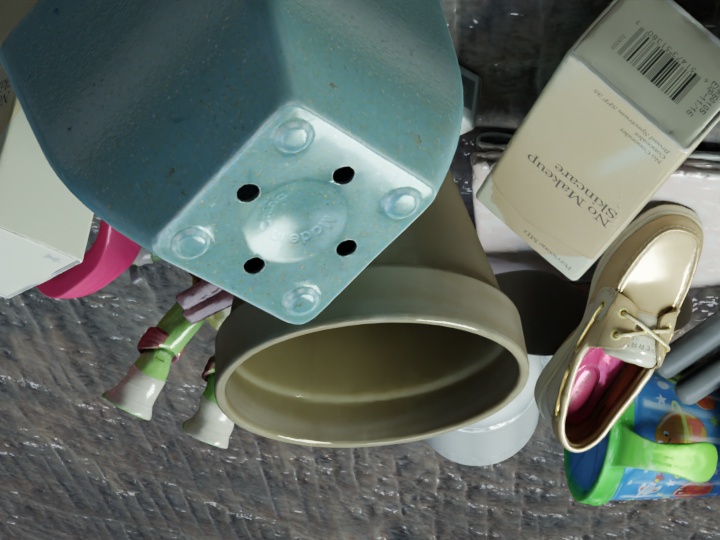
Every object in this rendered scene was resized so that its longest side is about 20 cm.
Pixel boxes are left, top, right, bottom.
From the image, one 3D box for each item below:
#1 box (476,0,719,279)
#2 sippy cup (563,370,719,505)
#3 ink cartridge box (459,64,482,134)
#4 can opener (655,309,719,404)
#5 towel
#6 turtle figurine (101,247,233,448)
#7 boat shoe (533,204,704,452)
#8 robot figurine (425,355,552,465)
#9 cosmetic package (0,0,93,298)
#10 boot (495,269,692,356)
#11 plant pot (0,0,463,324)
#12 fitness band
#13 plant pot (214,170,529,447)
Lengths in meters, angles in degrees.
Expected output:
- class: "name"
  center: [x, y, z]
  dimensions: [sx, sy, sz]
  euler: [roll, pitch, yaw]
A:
- class: "box"
  center: [0.153, -0.083, 1.125]
  dimensions: [0.095, 0.078, 0.200]
  euler: [40, 155, 7]
- class: "sippy cup"
  center: [0.260, 0.144, 1.580]
  dimensions: [0.130, 0.178, 0.140]
  euler: [8, 132, -11]
- class: "ink cartridge box"
  center: [-0.049, -0.125, 1.204]
  dimensions: [0.200, 0.044, 0.173]
  euler: [24, 153, -32]
- class: "can opener"
  center: [0.303, 0.037, 1.333]
  dimensions: [0.200, 0.067, 0.053]
  euler: [-38, 91, 27]
- class: "towel"
  center: [0.182, -0.039, 1.323]
  dimensions: [0.199, 0.032, 0.191]
  euler: [4, 155, 10]
- class: "turtle figurine"
  center: [-0.116, 0.019, 1.330]
  dimensions: [0.200, 0.194, 0.144]
  euler: [20, 176, 34]
- class: "boat shoe"
  center: [0.192, 0.048, 1.289]
  dimensions: [0.074, 0.069, 0.200]
  euler: [15, 120, -17]
- class: "robot figurine"
  center: [0.100, 0.097, 1.554]
  dimensions: [0.169, 0.113, 0.200]
  euler: [-26, 156, -7]
- class: "cosmetic package"
  center: [-0.207, -0.095, 1.132]
  dimensions: [0.073, 0.200, 0.103]
  euler: [25, 151, -31]
- class: "boot"
  center: [0.164, 0.047, 1.437]
  dimensions: [0.186, 0.064, 0.200]
  euler: [3, 172, 1]
- class: "plant pot"
  center: [-0.058, -0.087, 1.007]
  dimensions: [0.196, 0.200, 0.196]
  euler: [29, 117, -38]
- class: "fitness band"
  center: [-0.205, -0.058, 1.287]
  dimensions: [0.037, 0.144, 0.200]
  euler: [-11, 170, -30]
- class: "plant pot"
  center: [0.000, 0.000, 1.174]
  dimensions: [0.199, 0.174, 0.200]
  euler: [-5, 152, -2]
